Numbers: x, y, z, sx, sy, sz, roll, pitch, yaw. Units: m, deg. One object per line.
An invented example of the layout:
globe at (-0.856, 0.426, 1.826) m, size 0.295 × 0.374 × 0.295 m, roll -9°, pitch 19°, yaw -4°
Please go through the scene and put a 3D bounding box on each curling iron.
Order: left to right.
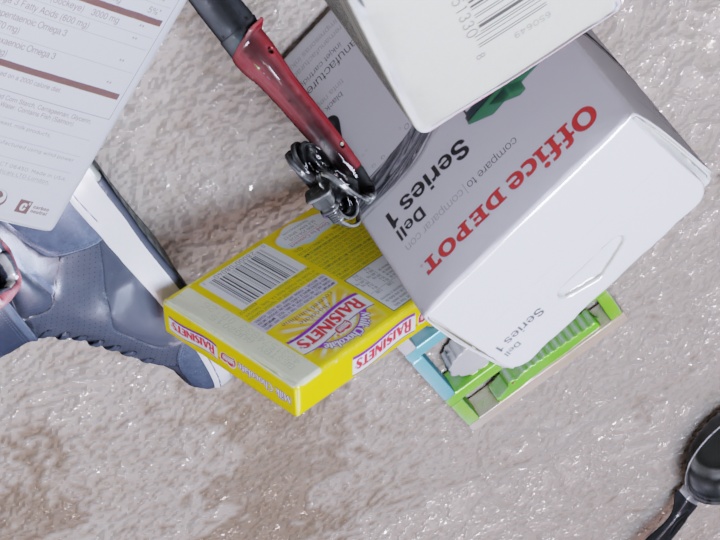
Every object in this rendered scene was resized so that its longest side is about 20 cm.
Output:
curling iron at (-0.054, -0.106, 0.904) m, size 0.025 × 0.050 × 0.201 m, roll -32°, pitch 96°, yaw 17°

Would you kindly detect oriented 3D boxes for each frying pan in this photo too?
frying pan at (0.276, 0.159, 1.421) m, size 0.114 × 0.031 × 0.191 m, roll 3°, pitch 131°, yaw -32°

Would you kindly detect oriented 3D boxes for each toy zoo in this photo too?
toy zoo at (0.079, 0.014, 1.181) m, size 0.131 × 0.021 × 0.200 m, roll -36°, pitch 138°, yaw 5°

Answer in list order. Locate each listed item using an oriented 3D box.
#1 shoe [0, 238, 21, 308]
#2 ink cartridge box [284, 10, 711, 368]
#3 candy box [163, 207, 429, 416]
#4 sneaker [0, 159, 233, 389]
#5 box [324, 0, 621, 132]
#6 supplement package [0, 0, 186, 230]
shoe at (-0.252, -0.034, 0.863) m, size 0.091 × 0.072 × 0.200 m, roll -34°, pitch 114°, yaw 30°
ink cartridge box at (0.061, -0.073, 0.956) m, size 0.146 × 0.200 × 0.084 m, roll -45°, pitch 138°, yaw 14°
candy box at (0.000, 0.000, 1.010) m, size 0.199 × 0.102 × 0.027 m, roll -33°, pitch 140°, yaw -35°
sneaker at (-0.166, 0.028, 1.005) m, size 0.146 × 0.077 × 0.203 m, roll -39°, pitch 132°, yaw -3°
box at (0.011, -0.182, 0.828) m, size 0.108 × 0.200 × 0.128 m, roll -32°, pitch 138°, yaw 0°
supplement package at (-0.156, -0.138, 0.834) m, size 0.117 × 0.117 × 0.201 m, roll 14°, pitch 120°, yaw -38°
